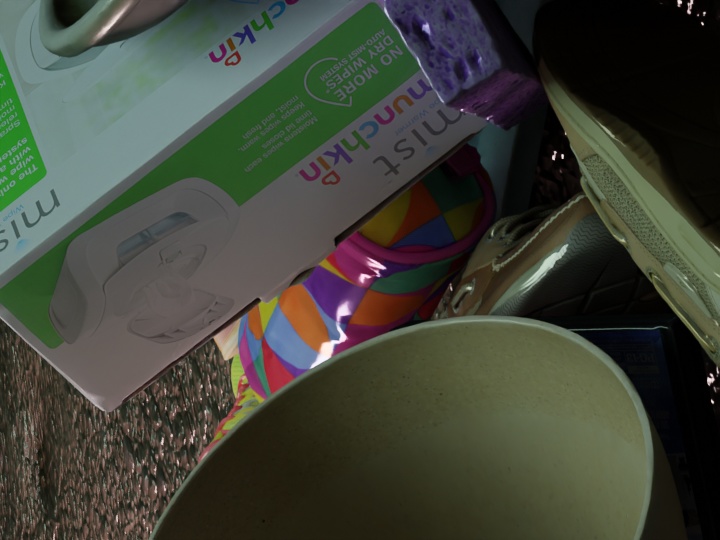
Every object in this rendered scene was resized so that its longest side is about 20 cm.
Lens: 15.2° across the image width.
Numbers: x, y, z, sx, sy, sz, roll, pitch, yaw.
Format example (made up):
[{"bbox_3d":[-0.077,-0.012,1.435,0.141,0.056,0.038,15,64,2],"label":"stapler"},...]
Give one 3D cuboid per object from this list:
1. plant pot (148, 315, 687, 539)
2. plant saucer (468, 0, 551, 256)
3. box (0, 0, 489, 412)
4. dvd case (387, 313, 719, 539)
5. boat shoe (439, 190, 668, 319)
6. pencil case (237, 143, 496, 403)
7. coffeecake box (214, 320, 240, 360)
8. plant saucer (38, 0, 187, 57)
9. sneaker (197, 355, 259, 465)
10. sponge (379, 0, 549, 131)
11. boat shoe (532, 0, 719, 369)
[{"bbox_3d":[0.035,0.135,0.942,0.135,0.200,0.201,57,-179,-36],"label":"plant pot"},{"bbox_3d":[0.066,-0.094,1.175,0.070,0.019,0.201,-115,25,-48],"label":"plant saucer"},{"bbox_3d":[-0.073,-0.072,1.114,0.097,0.200,0.177,47,-169,-40],"label":"box"},{"bbox_3d":[0.086,0.114,1.012,0.142,0.018,0.201,-3,104,45],"label":"dvd case"},{"bbox_3d":[0.070,0.009,1.101,0.200,0.075,0.072,122,142,-60],"label":"boat shoe"},{"bbox_3d":[0.000,0.000,1.207,0.200,0.088,0.089,120,142,-63],"label":"pencil case"},{"bbox_3d":[-0.080,-0.069,1.433,0.201,0.073,0.154,59,162,6],"label":"coffeecake box"},{"bbox_3d":[-0.055,-0.163,1.032,0.200,0.050,0.201,-50,23,30],"label":"plant saucer"},{"bbox_3d":[-0.049,0.090,1.476,0.200,0.090,0.079,-127,34,-62],"label":"sneaker"},{"bbox_3d":[0.023,-0.107,0.988,0.112,0.030,0.200,56,-173,5],"label":"sponge"},{"bbox_3d":[0.109,-0.032,0.964,0.200,0.071,0.065,-115,22,-51],"label":"boat shoe"}]
